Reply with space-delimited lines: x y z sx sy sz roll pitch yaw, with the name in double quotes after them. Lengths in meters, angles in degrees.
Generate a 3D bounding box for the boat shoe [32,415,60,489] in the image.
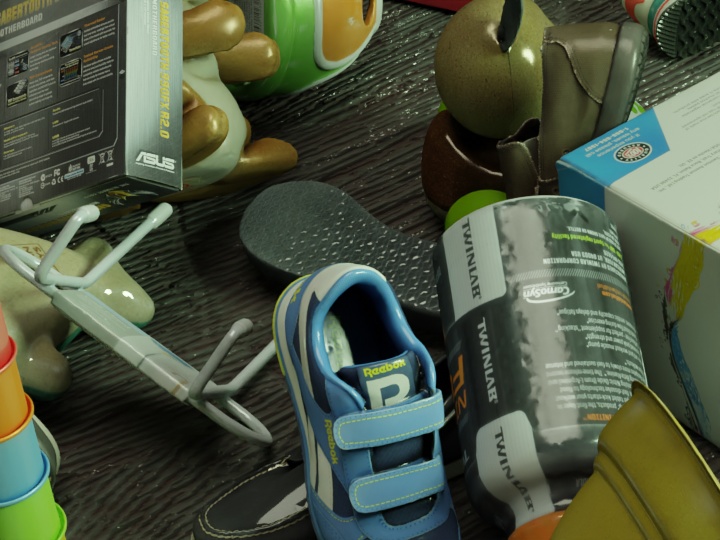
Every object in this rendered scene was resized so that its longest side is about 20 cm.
-0.250 0.061 1.258 0.067 0.200 0.057 -45 7 16 "boat shoe"

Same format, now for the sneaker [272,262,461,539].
0.008 0.088 1.176 0.074 0.082 0.201 -15 79 -24 "sneaker"

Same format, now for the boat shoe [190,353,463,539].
-0.010 0.101 1.249 0.199 0.063 0.073 -24 38 -21 "boat shoe"

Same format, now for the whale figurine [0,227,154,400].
-0.228 0.032 1.379 0.199 0.104 0.159 -10 48 -43 "whale figurine"

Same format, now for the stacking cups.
-0.190 0.095 1.173 0.060 0.201 0.061 -4 36 3 "stacking cups"

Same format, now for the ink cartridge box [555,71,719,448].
0.233 0.004 1.267 0.147 0.145 0.200 -27 39 -25 "ink cartridge box"

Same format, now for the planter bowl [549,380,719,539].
0.142 0.159 1.042 0.083 0.201 0.201 -28 37 -2 "planter bowl"

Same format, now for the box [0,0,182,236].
-0.196 -0.110 1.435 0.199 0.159 0.048 -15 -21 42 "box"

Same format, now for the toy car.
0.110 -0.124 1.424 0.157 0.201 0.165 -6 35 3 "toy car"

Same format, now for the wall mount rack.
-0.110 0.020 1.335 0.200 0.075 0.174 36 6 8 "wall mount rack"

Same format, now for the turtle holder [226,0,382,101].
-0.068 -0.192 1.635 0.131 0.142 0.185 -11 -8 -31 "turtle holder"

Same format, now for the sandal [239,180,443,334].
0.000 0.001 1.414 0.200 0.043 0.076 26 58 35 "sandal"

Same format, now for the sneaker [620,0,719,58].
0.278 -0.229 1.650 0.199 0.071 0.093 -25 44 -18 "sneaker"

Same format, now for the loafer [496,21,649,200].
0.116 -0.062 1.342 0.071 0.201 0.073 18 21 8 "loafer"

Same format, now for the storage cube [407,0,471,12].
0.071 -0.322 1.736 0.179 0.172 0.200 17 42 31 "storage cube"

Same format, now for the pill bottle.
0.102 0.069 1.195 0.106 0.106 0.201 -8 62 0 "pill bottle"

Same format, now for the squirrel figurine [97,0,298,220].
-0.157 -0.139 1.508 0.199 0.188 0.141 -20 -13 24 "squirrel figurine"
